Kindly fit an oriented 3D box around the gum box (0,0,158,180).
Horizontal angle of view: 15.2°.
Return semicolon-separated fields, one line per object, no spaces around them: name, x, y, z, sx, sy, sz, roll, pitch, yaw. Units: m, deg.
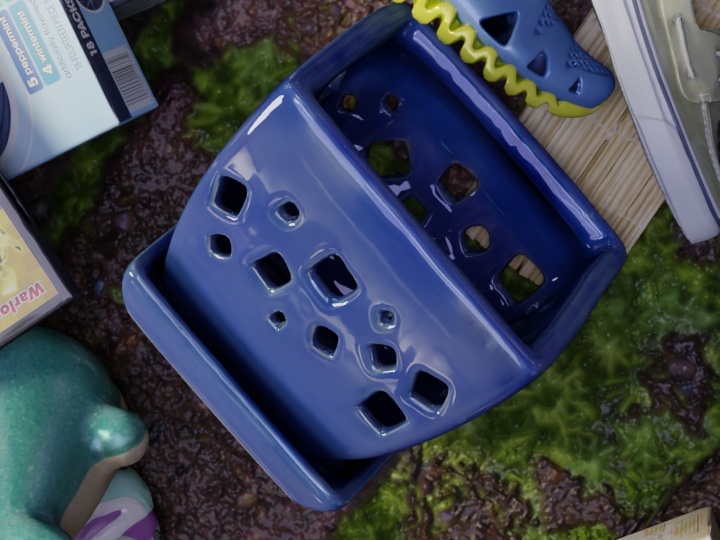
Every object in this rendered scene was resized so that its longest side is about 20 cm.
gum box;-0.231;-0.128;1.511;0.200;0.045;0.170;-24;94;33

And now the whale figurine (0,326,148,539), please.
whale figurine;-0.197;0.104;1.488;0.159;0.200;0.104;-20;119;8

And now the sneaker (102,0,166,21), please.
sneaker;-0.121;-0.232;1.505;0.202;0.077;0.146;-33;89;14

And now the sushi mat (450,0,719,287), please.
sushi mat;0.143;-0.082;1.518;0.096;0.012;0.200;34;100;3

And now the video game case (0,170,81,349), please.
video game case;-0.282;-0.007;1.462;0.200;0.026;0.181;-33;91;9

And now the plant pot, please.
plant pot;0.000;0.000;1.455;0.200;0.200;0.180;48;117;0

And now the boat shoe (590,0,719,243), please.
boat shoe;0.169;-0.115;1.469;0.062;0.072;0.200;-19;92;6

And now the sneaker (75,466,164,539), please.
sneaker;-0.192;0.213;1.570;0.200;0.078;0.140;-26;93;11

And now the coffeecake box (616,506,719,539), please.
coffeecake box;0.133;0.245;1.532;0.200;0.073;0.154;-22;95;11

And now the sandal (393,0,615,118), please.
sandal;0.067;-0.162;1.465;0.200;0.079;0.087;40;100;-13
